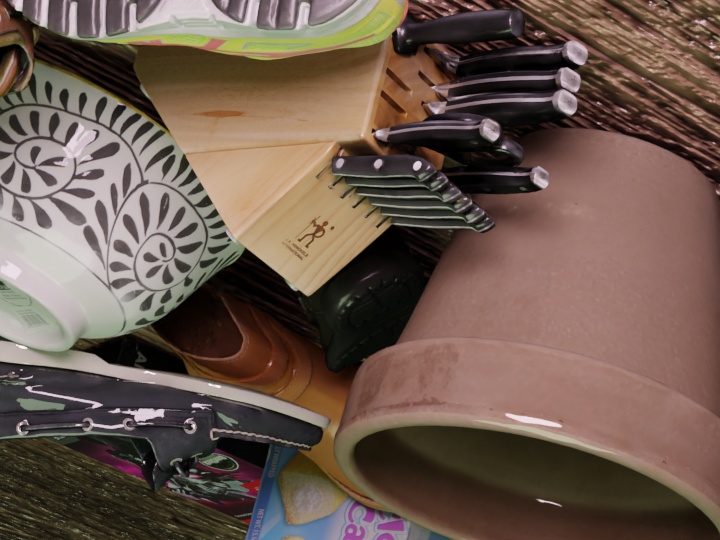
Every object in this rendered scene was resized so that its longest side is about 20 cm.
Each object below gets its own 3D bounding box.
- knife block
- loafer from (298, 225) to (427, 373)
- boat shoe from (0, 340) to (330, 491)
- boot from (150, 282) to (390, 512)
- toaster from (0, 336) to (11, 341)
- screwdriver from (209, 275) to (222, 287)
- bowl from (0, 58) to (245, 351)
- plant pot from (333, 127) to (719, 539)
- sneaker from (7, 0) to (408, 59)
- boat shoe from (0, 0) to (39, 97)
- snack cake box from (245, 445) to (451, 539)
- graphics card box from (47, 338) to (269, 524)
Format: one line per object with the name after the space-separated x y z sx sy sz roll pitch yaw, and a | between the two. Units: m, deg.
0.003 -0.086 1.186 0.064 0.175 0.200 40 -168 -46 | knife block
0.000 0.000 1.383 0.073 0.072 0.200 -27 168 -7 | loafer
-0.117 0.086 1.399 0.198 0.067 0.074 12 175 -17 | boat shoe
-0.030 0.070 1.485 0.199 0.074 0.155 16 163 32 | boot
-0.283 0.004 1.437 0.129 0.113 0.200 54 -178 33 | toaster
-0.090 -0.006 1.466 0.029 0.028 0.200 37 170 26 | screwdriver
-0.168 -0.020 1.340 0.200 0.095 0.201 23 157 10 | bowl
0.100 0.032 1.232 0.199 0.176 0.200 12 159 5 | plant pot
-0.068 -0.124 1.105 0.199 0.079 0.090 13 176 27 | sneaker
-0.182 -0.100 1.145 0.072 0.068 0.200 -32 175 8 | boat shoe
-0.004 0.162 1.577 0.114 0.201 0.067 1 154 30 | snack cake box
-0.109 0.113 1.731 0.199 0.051 0.125 27 155 -27 | graphics card box
